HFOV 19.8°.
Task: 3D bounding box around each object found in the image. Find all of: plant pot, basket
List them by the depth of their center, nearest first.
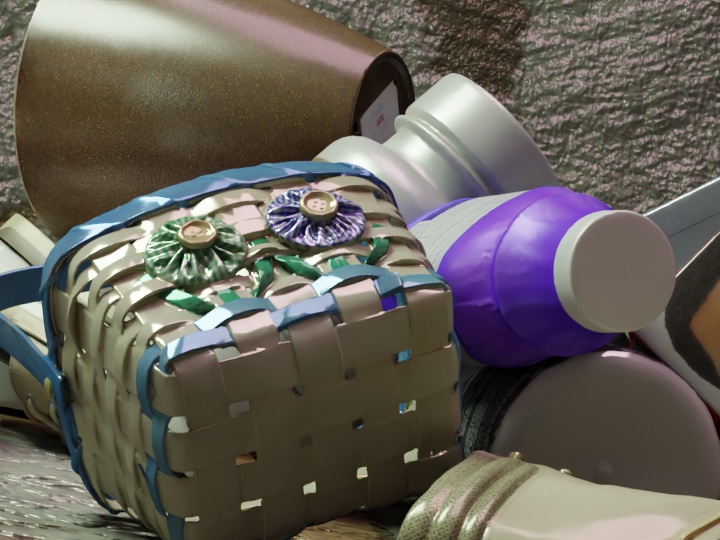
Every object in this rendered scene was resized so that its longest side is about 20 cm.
[{"bbox_3d":[-0.049,0.024,0.850,0.175,0.141,0.200,-16,21,-22],"label":"basket"},{"bbox_3d":[-0.074,-0.094,1.246,0.198,0.189,0.187,8,0,24],"label":"plant pot"}]

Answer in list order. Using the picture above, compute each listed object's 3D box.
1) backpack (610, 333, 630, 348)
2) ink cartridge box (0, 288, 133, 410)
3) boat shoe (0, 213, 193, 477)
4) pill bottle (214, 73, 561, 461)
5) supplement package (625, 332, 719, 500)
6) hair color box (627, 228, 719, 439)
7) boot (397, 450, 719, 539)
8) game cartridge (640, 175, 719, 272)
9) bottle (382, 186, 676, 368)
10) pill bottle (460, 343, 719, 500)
[{"bbox_3d":[0.108,0.054,1.413,0.198,0.156,0.191,8,-16,14],"label":"backpack"},{"bbox_3d":[-0.168,0.033,1.195,0.143,0.085,0.200,11,2,-7],"label":"ink cartridge box"},{"bbox_3d":[-0.136,0.051,1.020,0.200,0.068,0.075,38,-14,40],"label":"boat shoe"},{"bbox_3d":[0.000,0.000,1.026,0.114,0.200,0.114,47,-9,9],"label":"pill bottle"},{"bbox_3d":[0.215,0.064,1.053,0.110,0.157,0.200,-30,-3,6],"label":"supplement package"},{"bbox_3d":[0.220,0.063,0.901,0.200,0.102,0.061,44,-2,16],"label":"hair color box"},{"bbox_3d":[0.115,0.111,0.781,0.153,0.073,0.199,9,1,28],"label":"boot"},{"bbox_3d":[0.174,-0.025,1.040,0.199,0.042,0.133,-27,2,17],"label":"game cartridge"},{"bbox_3d":[0.068,0.003,0.881,0.083,0.066,0.200,-34,10,-18],"label":"bottle"},{"bbox_3d":[0.087,0.080,0.959,0.105,0.107,0.200,11,1,-10],"label":"pill bottle"}]
